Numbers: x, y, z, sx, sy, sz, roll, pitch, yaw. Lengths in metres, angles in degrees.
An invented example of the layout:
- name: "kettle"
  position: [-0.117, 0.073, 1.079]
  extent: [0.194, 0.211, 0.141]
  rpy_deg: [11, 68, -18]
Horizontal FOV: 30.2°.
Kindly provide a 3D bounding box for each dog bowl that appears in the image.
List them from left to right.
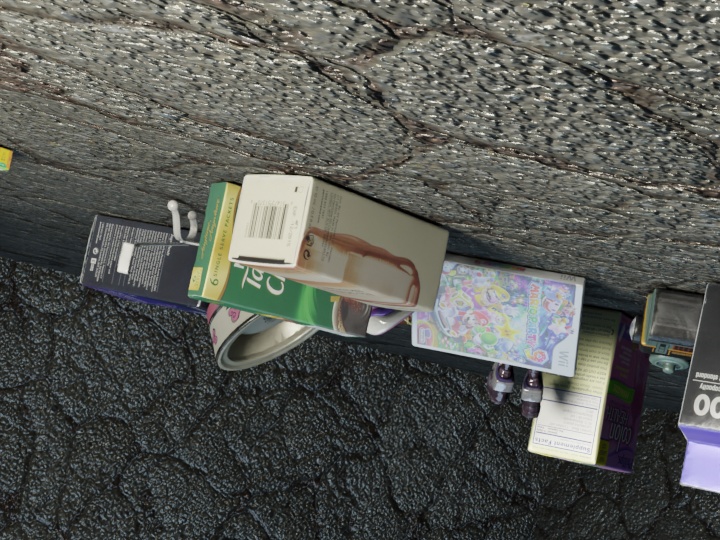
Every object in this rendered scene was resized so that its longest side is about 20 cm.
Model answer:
- name: "dog bowl"
  position: [-0.126, 0.054, 1.854]
  extent: [0.198, 0.074, 0.201]
  rpy_deg: [-27, 161, -10]

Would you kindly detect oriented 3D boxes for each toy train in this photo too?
- name: "toy train"
  position: [0.391, 0.073, 1.442]
  extent: [0.197, 0.086, 0.114]
  rpy_deg: [11, 164, 12]

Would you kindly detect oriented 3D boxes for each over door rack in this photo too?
- name: "over door rack"
  position: [-0.166, -0.033, 1.522]
  extent: [0.146, 0.068, 0.200]
  rpy_deg: [10, -165, 14]

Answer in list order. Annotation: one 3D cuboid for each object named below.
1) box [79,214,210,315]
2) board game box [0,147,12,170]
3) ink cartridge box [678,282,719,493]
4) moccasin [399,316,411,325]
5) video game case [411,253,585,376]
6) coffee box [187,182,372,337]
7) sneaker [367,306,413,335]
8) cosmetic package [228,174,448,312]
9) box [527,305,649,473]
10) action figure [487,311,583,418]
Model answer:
- name: "box"
  position: [-0.274, -0.003, 1.916]
  extent: [0.198, 0.106, 0.148]
  rpy_deg: [10, 173, 21]
- name: "board game box"
  position: [-0.475, -0.142, 1.401]
  extent: [0.199, 0.030, 0.095]
  rpy_deg: [14, 174, -44]
- name: "ink cartridge box"
  position: [0.404, 0.121, 1.259]
  extent: [0.196, 0.203, 0.043]
  rpy_deg: [7, 170, 37]
- name: "moccasin"
  position: [0.064, 0.044, 1.833]
  extent: [0.199, 0.075, 0.078]
  rpy_deg: [18, 163, -23]
- name: "video game case"
  position: [0.155, 0.049, 1.542]
  extent: [0.197, 0.018, 0.144]
  rpy_deg: [10, 132, 14]
- name: "coffee box"
  position: [-0.073, -0.008, 1.388]
  extent: [0.198, 0.125, 0.044]
  rpy_deg: [17, 173, -28]
- name: "sneaker"
  position: [0.000, 0.000, 1.577]
  extent: [0.089, 0.080, 0.200]
  rpy_deg: [59, 174, -23]
- name: "cosmetic package"
  position: [-0.018, -0.024, 1.291]
  extent: [0.103, 0.088, 0.199]
  rpy_deg: [4, 170, 46]
- name: "box"
  position: [0.315, 0.160, 1.800]
  extent: [0.096, 0.203, 0.175]
  rpy_deg: [9, 173, 28]
- name: "action figure"
  position: [0.198, 0.084, 1.616]
  extent: [0.128, 0.070, 0.202]
  rpy_deg: [13, 132, 7]
